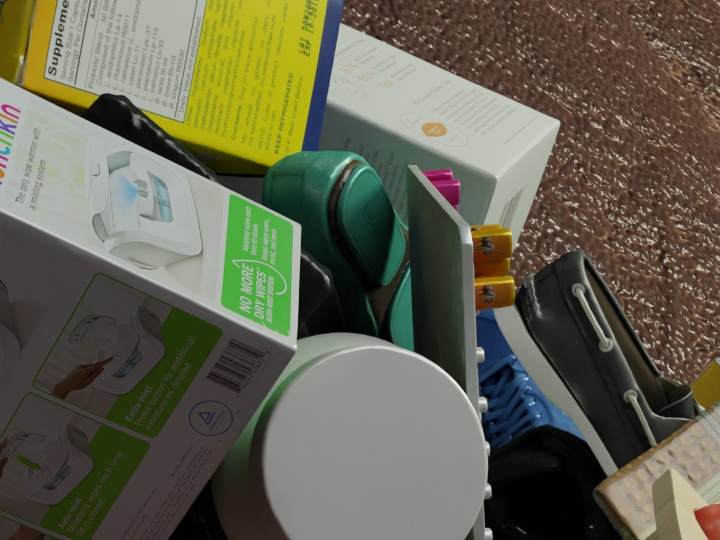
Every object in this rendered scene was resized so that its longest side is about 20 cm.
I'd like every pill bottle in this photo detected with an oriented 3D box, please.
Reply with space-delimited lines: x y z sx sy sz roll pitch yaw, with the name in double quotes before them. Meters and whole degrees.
"pill bottle" -0.016 0.088 0.856 0.115 0.117 0.200 31 -14 -8

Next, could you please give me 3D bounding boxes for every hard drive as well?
"hard drive" -0.067 -0.012 0.958 0.139 0.033 0.200 41 -7 8

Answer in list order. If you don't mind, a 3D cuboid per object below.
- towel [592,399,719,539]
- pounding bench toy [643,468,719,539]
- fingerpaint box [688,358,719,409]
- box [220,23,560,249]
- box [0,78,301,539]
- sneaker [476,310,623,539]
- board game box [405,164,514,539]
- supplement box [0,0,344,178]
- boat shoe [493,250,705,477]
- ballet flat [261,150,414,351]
"towel" 0.230 0.156 0.987 0.146 0.022 0.201 -30 72 -21
"pounding bench toy" 0.167 0.219 0.885 0.200 0.156 0.124 46 14 -7
"fingerpaint box" 0.265 0.134 1.164 0.167 0.073 0.200 45 11 16
"box" 0.000 -0.071 1.165 0.199 0.098 0.124 26 28 14
"box" -0.147 0.042 0.799 0.175 0.201 0.097 25 30 -16
"sneaker" 0.095 0.091 1.103 0.111 0.077 0.201 3 49 -57
"board game box" 0.050 0.061 0.936 0.026 0.202 0.200 -4 11 -4
"supplement box" -0.119 -0.122 1.005 0.109 0.110 0.199 5 -8 45
"boat shoe" 0.153 0.079 1.045 0.201 0.060 0.074 53 19 -3
"ballet flat" 0.000 0.000 1.054 0.070 0.068 0.201 15 -27 32
